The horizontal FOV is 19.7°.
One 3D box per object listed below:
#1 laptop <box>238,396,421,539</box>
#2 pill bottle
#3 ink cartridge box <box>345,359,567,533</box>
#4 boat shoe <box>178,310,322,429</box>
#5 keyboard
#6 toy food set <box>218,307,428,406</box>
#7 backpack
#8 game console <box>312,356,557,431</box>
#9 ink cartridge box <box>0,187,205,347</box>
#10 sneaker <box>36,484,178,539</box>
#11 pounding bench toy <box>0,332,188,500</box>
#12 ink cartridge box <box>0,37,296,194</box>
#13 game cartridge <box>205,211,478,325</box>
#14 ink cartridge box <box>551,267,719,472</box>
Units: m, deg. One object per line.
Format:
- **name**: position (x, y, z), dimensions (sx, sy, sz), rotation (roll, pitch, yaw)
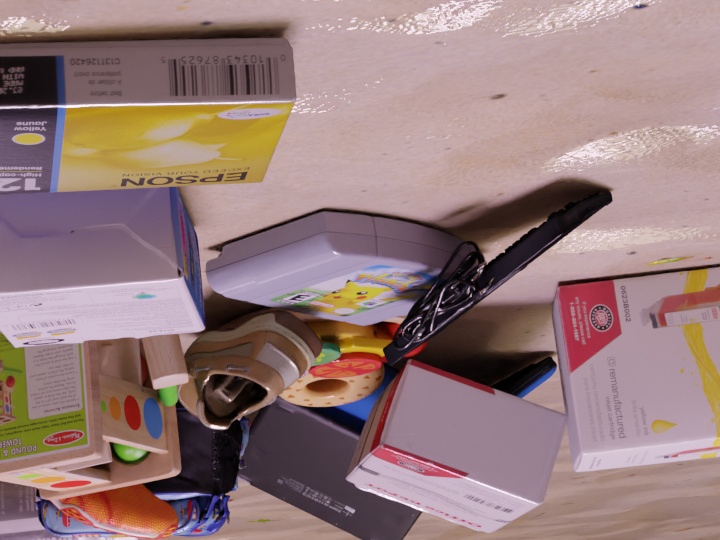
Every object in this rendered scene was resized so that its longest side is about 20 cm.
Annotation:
- **laptop**: position (-0.028, 0.187, 2.056), dimensions (0.187, 0.116, 0.200), rotation (26, 130, -5)
- **pill bottle**: position (-0.335, 0.268, 2.191), dimensions (0.199, 0.114, 0.114), rotation (-5, 164, -5)
- **ink cartridge box**: position (0.079, 0.154, 1.776), dimensions (0.146, 0.083, 0.200), rotation (20, 164, -4)
- **boat shoe**: position (-0.104, 0.088, 1.594), dimensions (0.072, 0.076, 0.200), rotation (38, 151, -9)
- **keyboard**: position (0.085, -0.002, 1.478), dimensions (0.200, 0.040, 0.104), rotation (-40, 174, 37)
- **toy food set**: position (-0.040, 0.069, 1.723), dimensions (0.198, 0.049, 0.200), rotation (6, 161, -36)
- **backpack**: position (-0.189, 0.172, 1.860), dimensions (0.182, 0.135, 0.200), rotation (-2, 173, 9)
- **game console**: position (0.059, 0.111, 1.970), dimensions (0.171, 0.118, 0.200), rotation (-34, 179, -29)
- **ink cartridge box**: position (-0.176, -0.001, 1.358), dimensions (0.136, 0.077, 0.200), rotation (-5, 165, -1)
- **sneaker**: position (-0.234, 0.158, 1.727), dimensions (0.200, 0.077, 0.073), rotation (32, -168, 11)
- **pounding bench toy**: position (-0.195, 0.097, 1.617), dimensions (0.199, 0.125, 0.156), rotation (-13, 163, 21)
- **ink cartridge box**: position (-0.147, -0.076, 1.173), dimensions (0.197, 0.047, 0.200), rotation (-4, 162, -11)
- **game cartridge**: position (0.000, 0.000, 1.519), dimensions (0.133, 0.041, 0.200), rotation (-22, 159, 34)
- **ink cartridge box**: position (0.266, 0.078, 1.700), dimensions (0.199, 0.146, 0.083), rotation (-7, 164, -1)
